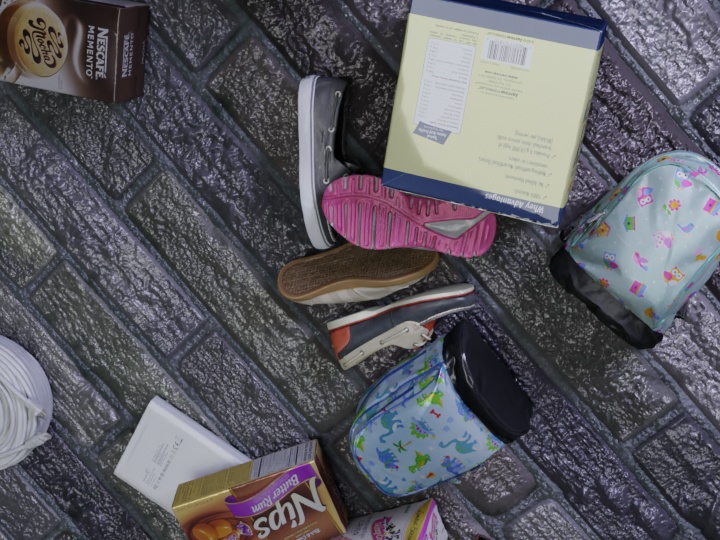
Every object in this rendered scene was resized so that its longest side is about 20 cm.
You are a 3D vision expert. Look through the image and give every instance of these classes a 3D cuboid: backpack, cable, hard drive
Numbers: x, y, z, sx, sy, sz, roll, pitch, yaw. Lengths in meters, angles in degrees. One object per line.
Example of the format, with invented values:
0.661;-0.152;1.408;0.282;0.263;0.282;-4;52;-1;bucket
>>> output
0.078;0.177;1.283;0.198;0.154;0.164;-21;117;35;backpack
-0.521;0.177;1.485;0.199;0.069;0.201;-33;95;23;cable
-0.222;0.276;1.450;0.199;0.026;0.133;33;112;4;hard drive
0.315;-0.030;1.149;0.166;0.127;0.201;40;110;5;backpack

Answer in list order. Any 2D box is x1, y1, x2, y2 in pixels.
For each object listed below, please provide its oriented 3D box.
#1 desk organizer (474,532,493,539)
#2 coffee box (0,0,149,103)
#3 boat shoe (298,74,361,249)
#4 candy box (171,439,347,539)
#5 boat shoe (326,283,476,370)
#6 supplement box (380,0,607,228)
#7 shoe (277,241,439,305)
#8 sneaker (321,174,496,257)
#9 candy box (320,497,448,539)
0.141;0.404;1.292;0.071;0.200;0.078;22;109;8;desk organizer
-0.360;-0.276;1.293;0.197;0.080;0.115;12;109;12;coffee box
-0.031;-0.125;1.256;0.065;0.070;0.203;1;99;17;boat shoe
-0.127;0.306;1.388;0.197;0.057;0.118;-18;111;9;candy box
0.051;0.065;1.281;0.198;0.071;0.063;-19;87;26;boat shoe
0.142;-0.177;1.149;0.197;0.134;0.203;14;110;12;supplement box
0.000;0.000;1.294;0.197;0.053;0.071;-11;66;12;shoe
0.054;-0.059;1.229;0.197;0.088;0.083;13;97;3;sneaker
0.000;0.364;1.354;0.198;0.136;0.062;-18;102;19;candy box
